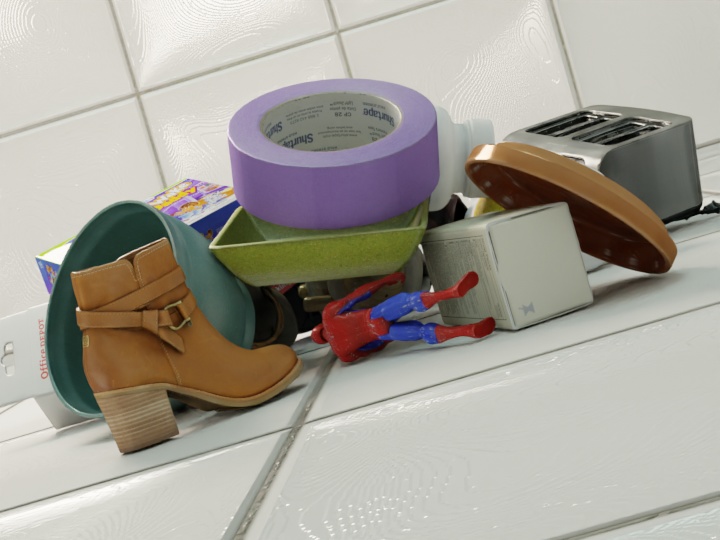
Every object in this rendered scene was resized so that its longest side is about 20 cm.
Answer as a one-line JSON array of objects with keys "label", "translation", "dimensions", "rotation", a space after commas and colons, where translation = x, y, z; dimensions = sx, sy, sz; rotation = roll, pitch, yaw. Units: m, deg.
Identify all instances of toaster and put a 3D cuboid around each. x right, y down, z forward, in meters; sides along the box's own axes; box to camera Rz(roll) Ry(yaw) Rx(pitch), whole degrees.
[{"label": "toaster", "translation": [0.281, -0.108, 1.741], "dimensions": [0.199, 0.120, 0.180], "rotation": [-20, 22, -29]}]

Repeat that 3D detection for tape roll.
[{"label": "tape roll", "translation": [-0.025, -0.114, 1.438], "dimensions": [0.198, 0.066, 0.201], "rotation": [-4, 30, 2]}]

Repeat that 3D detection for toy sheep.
[{"label": "toy sheep", "translation": [0.000, 0.000, 1.592], "dimensions": [0.137, 0.139, 0.200], "rotation": [-17, 14, -2]}]

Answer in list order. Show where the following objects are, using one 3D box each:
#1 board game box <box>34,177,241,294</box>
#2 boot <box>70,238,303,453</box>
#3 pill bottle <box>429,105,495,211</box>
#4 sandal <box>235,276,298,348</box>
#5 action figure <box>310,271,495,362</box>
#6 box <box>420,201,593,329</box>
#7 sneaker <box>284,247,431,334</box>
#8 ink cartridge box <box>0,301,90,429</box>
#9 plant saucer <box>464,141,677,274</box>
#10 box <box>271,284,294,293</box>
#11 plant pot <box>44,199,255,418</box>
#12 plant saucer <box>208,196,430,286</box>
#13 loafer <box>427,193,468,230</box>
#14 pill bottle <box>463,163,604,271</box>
[{"label": "board game box", "translation": [-0.219, -0.029, 1.581], "dimensions": [0.199, 0.045, 0.134], "rotation": [-31, 26, -31]}, {"label": "boot", "translation": [-0.142, 0.048, 1.265], "dimensions": [0.199, 0.156, 0.073], "rotation": [-19, 4, -42]}, {"label": "pill bottle", "translation": [0.038, -0.118, 1.597], "dimensions": [0.198, 0.113, 0.112], "rotation": [0, 2, -4]}, {"label": "sandal", "translation": [-0.108, 0.042, 1.557], "dimensions": [0.081, 0.055, 0.201], "rotation": [-30, -32, -9]}, {"label": "action figure", "translation": [0.042, 0.036, 1.350], "dimensions": [0.199, 0.066, 0.099], "rotation": [-13, 12, 41]}, {"label": "box", "translation": [0.124, -0.003, 1.344], "dimensions": [0.077, 0.096, 0.200], "rotation": [-17, 5, -14]}, {"label": "sneaker", "translation": [-0.013, 0.021, 1.734], "dimensions": [0.201, 0.078, 0.146], "rotation": [-15, 0, -22]}, {"label": "ink cartridge box", "translation": [-0.274, 0.085, 1.562], "dimensions": [0.198, 0.117, 0.068], "rotation": [-16, -38, 2]}, {"label": "plant saucer", "translation": [0.185, -0.058, 1.320], "dimensions": [0.199, 0.033, 0.200], "rotation": [28, -6, 3]}, {"label": "box", "translation": [-0.110, -0.030, 1.710], "dimensions": [0.199, 0.103, 0.095], "rotation": [-36, 16, 4]}, {"label": "plant pot", "translation": [-0.183, 0.047, 1.420], "dimensions": [0.199, 0.202, 0.134], "rotation": [-14, -22, 43]}, {"label": "plant saucer", "translation": [-0.030, -0.030, 1.448], "dimensions": [0.198, 0.048, 0.200], "rotation": [-6, 13, 5]}, {"label": "loafer", "translation": [0.114, -0.036, 1.755], "dimensions": [0.062, 0.072, 0.200], "rotation": [0, -23, 27]}, {"label": "pill bottle", "translation": [0.185, -0.049, 1.613], "dimensions": [0.112, 0.113, 0.200], "rotation": [-18, 4, -20]}]
